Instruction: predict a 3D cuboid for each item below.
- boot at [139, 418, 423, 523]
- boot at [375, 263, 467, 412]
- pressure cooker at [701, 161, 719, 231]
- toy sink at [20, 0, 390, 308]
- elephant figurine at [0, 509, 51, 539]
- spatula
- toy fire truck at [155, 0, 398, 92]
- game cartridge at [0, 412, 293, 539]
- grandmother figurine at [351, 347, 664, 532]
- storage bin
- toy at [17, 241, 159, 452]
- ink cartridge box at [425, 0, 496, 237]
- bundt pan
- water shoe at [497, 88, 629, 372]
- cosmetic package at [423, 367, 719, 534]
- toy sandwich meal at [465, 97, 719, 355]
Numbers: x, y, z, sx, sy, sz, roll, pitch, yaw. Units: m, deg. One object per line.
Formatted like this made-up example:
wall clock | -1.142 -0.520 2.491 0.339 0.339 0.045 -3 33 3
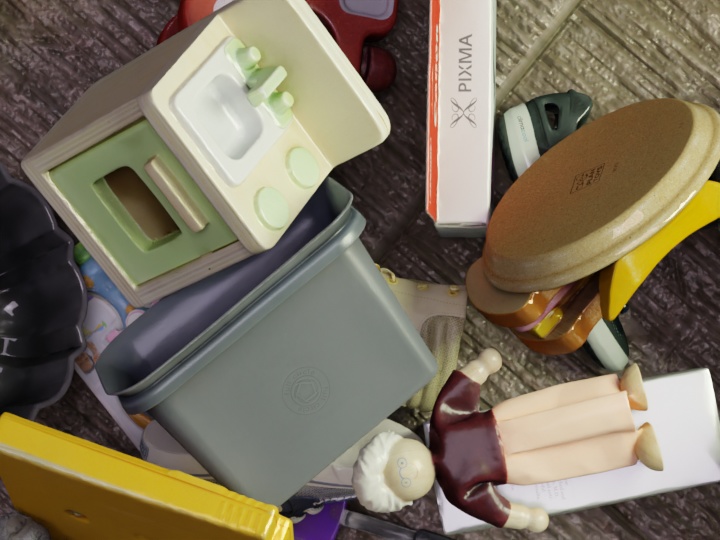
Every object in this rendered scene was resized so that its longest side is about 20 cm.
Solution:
boot | -0.054 0.151 1.504 0.198 0.073 0.091 3 121 4
boot | 0.000 0.000 1.512 0.154 0.073 0.202 4 76 -2
pressure cooker | 0.328 -0.048 1.437 0.175 0.200 0.179 33 109 -17
toy sink | -0.102 -0.078 1.400 0.199 0.112 0.131 -22 113 40
elephant figurine | -0.172 0.273 1.479 0.198 0.142 0.156 15 73 -2
spatula | 0.024 0.186 1.523 0.198 0.021 0.057 18 89 4
toy fire truck | -0.050 -0.192 1.507 0.166 0.112 0.202 8 76 -14
game cartridge | -0.139 0.164 1.418 0.198 0.177 0.033 17 67 6
grandmother figurine | 0.090 0.112 1.397 0.198 0.061 0.122 -15 75 0
storage bin | -0.055 0.056 1.409 0.200 0.146 0.135 -38 107 -4
toy | -0.144 0.058 1.528 0.115 0.047 0.200 -39 85 2
ink cartridge box | 0.070 -0.129 1.463 0.043 0.174 0.202 1 87 4
bundt pan | -0.289 0.023 1.469 0.075 0.201 0.203 -22 84 44
water shoe | 0.162 -0.031 1.502 0.078 0.072 0.201 -21 86 1
cosmetic package | 0.147 0.123 1.475 0.198 0.113 0.082 -12 86 1
toy sandwich meal | 0.162 -0.030 1.401 0.205 0.205 0.070 -37 111 1
